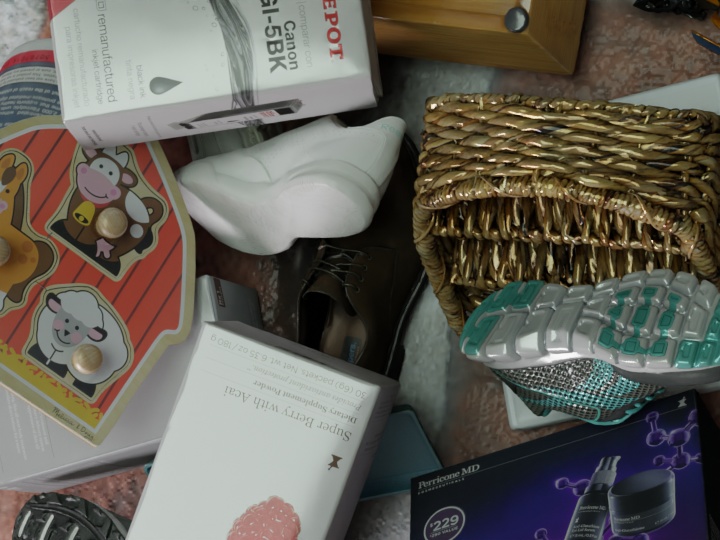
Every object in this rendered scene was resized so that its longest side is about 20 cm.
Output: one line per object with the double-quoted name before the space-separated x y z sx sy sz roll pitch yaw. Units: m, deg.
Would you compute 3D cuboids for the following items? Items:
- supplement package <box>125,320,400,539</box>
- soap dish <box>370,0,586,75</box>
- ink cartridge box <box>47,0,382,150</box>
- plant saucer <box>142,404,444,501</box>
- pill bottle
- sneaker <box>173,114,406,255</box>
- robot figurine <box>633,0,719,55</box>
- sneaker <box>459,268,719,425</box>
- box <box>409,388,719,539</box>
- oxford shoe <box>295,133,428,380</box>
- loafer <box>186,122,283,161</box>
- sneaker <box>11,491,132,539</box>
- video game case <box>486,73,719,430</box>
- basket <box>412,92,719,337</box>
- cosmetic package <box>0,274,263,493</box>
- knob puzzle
"supplement package" -0.068 0.144 1.646 0.121 0.120 0.200 20 91 6
"soap dish" 0.056 -0.220 1.736 0.200 0.081 0.158 9 87 23
"ink cartridge box" -0.095 -0.168 1.671 0.200 0.083 0.147 -9 80 2
"plant saucer" -0.043 0.132 1.751 0.200 0.070 0.019 -13 36 20
"pill bottle" -0.219 -0.046 1.770 0.119 0.120 0.200 4 56 23
"sneaker" -0.043 -0.065 1.731 0.200 0.075 0.089 -1 49 48
"robot figurine" 0.229 -0.195 1.638 0.200 0.058 0.145 29 137 14
"sneaker" 0.160 0.053 1.594 0.200 0.091 0.078 2 49 43
"box" 0.134 0.173 1.624 0.200 0.079 0.141 -20 38 20
"oxford shoe" 0.000 0.000 1.733 0.073 0.084 0.200 5 84 25
"loafer" -0.115 -0.160 1.783 0.070 0.070 0.200 -14 98 21
"sneaker" -0.146 0.208 1.767 0.200 0.079 0.074 21 88 17
"video game case" 0.167 -0.010 1.695 0.182 0.024 0.200 -13 79 21
"basket" 0.133 -0.026 1.621 0.200 0.143 0.149 6 85 25
"cosmetic package" -0.163 0.080 1.793 0.200 0.090 0.107 -14 78 18
"knob puzzle" -0.187 -0.016 1.691 0.030 0.219 0.220 160 109 -64
